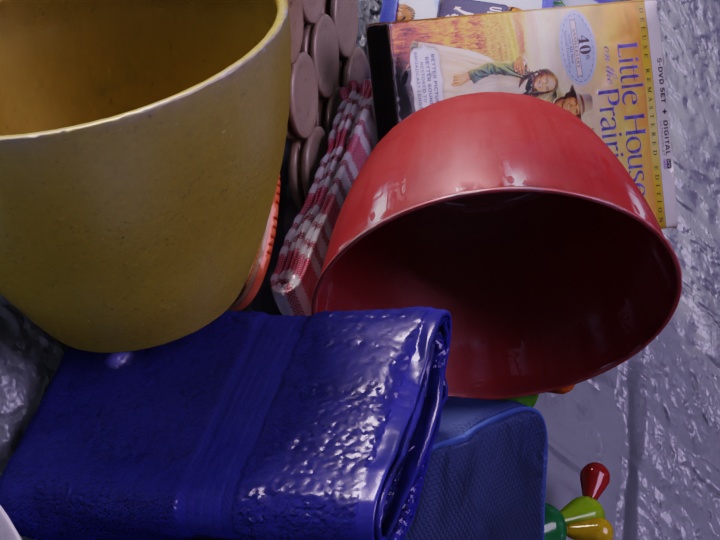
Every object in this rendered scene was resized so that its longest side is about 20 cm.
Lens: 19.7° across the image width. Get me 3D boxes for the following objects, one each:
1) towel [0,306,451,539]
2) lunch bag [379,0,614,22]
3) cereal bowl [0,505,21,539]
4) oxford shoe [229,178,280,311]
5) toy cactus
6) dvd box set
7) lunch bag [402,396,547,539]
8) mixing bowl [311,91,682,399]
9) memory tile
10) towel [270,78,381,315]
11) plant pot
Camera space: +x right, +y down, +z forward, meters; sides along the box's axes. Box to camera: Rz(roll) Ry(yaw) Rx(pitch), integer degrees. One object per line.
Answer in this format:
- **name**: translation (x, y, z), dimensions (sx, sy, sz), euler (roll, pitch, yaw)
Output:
- **towel**: translation (-0.060, 0.079, 0.988), dimensions (0.148, 0.199, 0.050), euler (-67, 150, -46)
- **lunch bag**: translation (0.098, -0.119, 1.369), dimensions (0.199, 0.124, 0.171), euler (28, 50, -25)
- **cereal bowl**: translation (-0.217, 0.160, 0.821), dimensions (0.200, 0.083, 0.201), euler (29, 50, -41)
- **oxford shoe**: translation (-0.094, -0.070, 1.142), dimensions (0.072, 0.071, 0.201), euler (7, 58, -32)
- **toy cactus**: translation (0.089, 0.137, 1.243), dimensions (0.200, 0.102, 0.166), euler (47, 49, -47)
- **dvd box set**: translation (0.101, -0.085, 1.257), dimensions (0.199, 0.029, 0.147), euler (-8, 95, -30)
- **lunch bag**: translation (0.006, 0.135, 1.082), dimensions (0.200, 0.132, 0.137), euler (-11, 105, -59)
- **mixing bowl**: translation (0.071, -0.025, 1.135), dimensions (0.200, 0.200, 0.109), euler (32, 42, -39)
- **memory tile**: translation (-0.031, -0.148, 1.219), dimensions (0.154, 0.017, 0.201), euler (-68, 154, -52)
- **towel**: translation (0.000, 0.000, 1.221), dimensions (0.201, 0.030, 0.147), euler (-69, 145, -44)
- **plant pot**: translation (-0.119, -0.046, 1.002), dimensions (0.200, 0.199, 0.143), euler (-54, 139, -51)
